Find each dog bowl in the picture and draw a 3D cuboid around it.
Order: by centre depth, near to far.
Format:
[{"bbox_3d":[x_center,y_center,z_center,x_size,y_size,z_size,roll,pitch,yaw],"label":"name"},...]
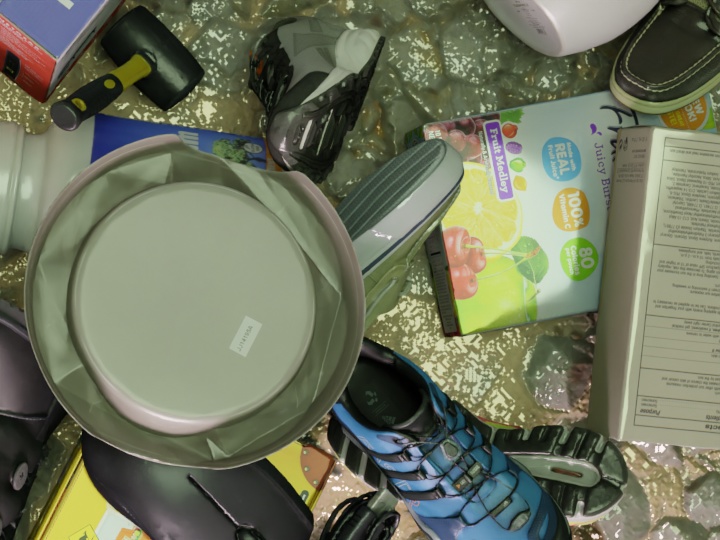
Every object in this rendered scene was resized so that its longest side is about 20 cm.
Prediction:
[{"bbox_3d":[-0.100,0.022,1.370,0.200,0.059,0.201,2,80,-11],"label":"dog bowl"}]

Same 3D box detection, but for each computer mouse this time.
[{"bbox_3d":[-0.082,0.140,1.412,0.200,0.053,0.139,41,81,-6],"label":"computer mouse"}]

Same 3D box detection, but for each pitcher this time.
[{"bbox_3d":[0.177,-0.236,1.501,0.200,0.172,0.121,-46,105,-11],"label":"pitcher"}]

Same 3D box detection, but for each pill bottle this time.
[{"bbox_3d":[-0.145,-0.040,1.459,0.199,0.112,0.112,8,85,-11],"label":"pill bottle"}]

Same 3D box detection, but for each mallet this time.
[{"bbox_3d":[-0.143,-0.108,1.431,0.066,0.200,0.041,43,110,-10],"label":"mallet"}]

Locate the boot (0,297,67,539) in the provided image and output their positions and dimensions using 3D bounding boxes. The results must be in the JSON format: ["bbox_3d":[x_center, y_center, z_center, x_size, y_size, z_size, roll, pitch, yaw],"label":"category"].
[{"bbox_3d":[-0.247,0.120,1.408,0.066,0.165,0.200,19,76,32],"label":"boot"}]

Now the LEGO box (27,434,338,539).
[{"bbox_3d":[-0.127,0.172,1.468,0.149,0.077,0.200,28,82,-7],"label":"LEGO box"}]

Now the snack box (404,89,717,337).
[{"bbox_3d":[0.142,-0.043,1.544,0.200,0.053,0.143,-10,90,-12],"label":"snack box"}]

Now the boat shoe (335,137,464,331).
[{"bbox_3d":[0.000,0.000,1.499,0.062,0.072,0.200,40,104,-23],"label":"boat shoe"}]

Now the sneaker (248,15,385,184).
[{"bbox_3d":[-0.039,-0.111,1.454,0.079,0.200,0.074,21,110,0],"label":"sneaker"}]

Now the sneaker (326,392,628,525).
[{"bbox_3d":[0.075,0.130,1.512,0.200,0.090,0.078,15,75,13],"label":"sneaker"}]

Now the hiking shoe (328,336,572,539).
[{"bbox_3d":[0.045,0.116,1.427,0.200,0.087,0.074,39,81,20],"label":"hiking shoe"}]

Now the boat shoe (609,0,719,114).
[{"bbox_3d":[0.234,-0.182,1.540,0.073,0.065,0.200,31,60,22],"label":"boat shoe"}]

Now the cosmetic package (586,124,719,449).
[{"bbox_3d":[0.211,0.012,1.492,0.103,0.073,0.201,7,91,-13],"label":"cosmetic package"}]

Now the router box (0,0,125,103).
[{"bbox_3d":[-0.149,-0.205,1.433,0.049,0.179,0.200,38,81,-6],"label":"router box"}]
